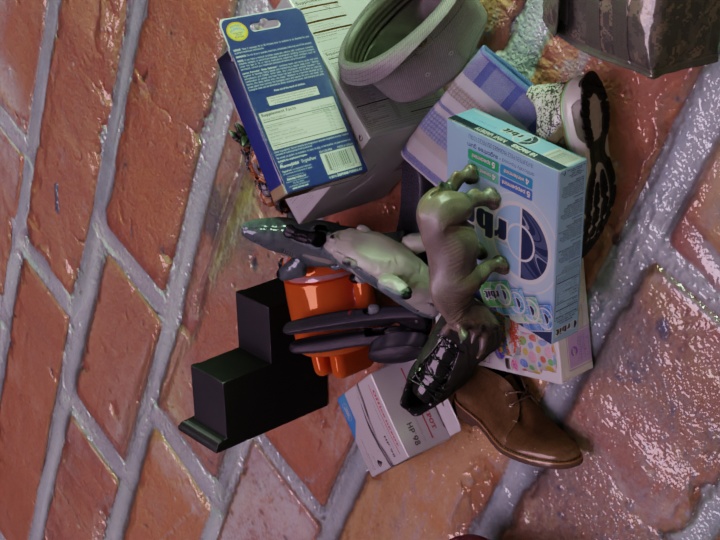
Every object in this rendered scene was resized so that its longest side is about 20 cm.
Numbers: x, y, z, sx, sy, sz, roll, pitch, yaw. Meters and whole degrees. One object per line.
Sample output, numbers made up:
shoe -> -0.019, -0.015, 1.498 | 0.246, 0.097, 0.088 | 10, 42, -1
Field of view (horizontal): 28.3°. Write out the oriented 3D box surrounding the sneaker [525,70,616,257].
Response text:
sneaker -> 0.211, -0.109, 1.483 | 0.088, 0.077, 0.202 | 10, 113, 36

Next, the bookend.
bookend -> -0.149, 0.114, 1.944 | 0.092, 0.199, 0.201 | 22, 123, 44

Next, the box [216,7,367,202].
box -> -0.079, -0.183, 1.552 | 0.032, 0.120, 0.202 | -26, 84, 50

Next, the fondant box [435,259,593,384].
fondant box -> 0.168, 0.037, 1.631 | 0.199, 0.058, 0.146 | 11, 114, 50

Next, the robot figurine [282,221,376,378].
robot figurine -> -0.039, 0.035, 1.841 | 0.144, 0.115, 0.202 | -102, 2, -78

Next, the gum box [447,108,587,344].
gum box -> 0.160, -0.048, 1.500 | 0.169, 0.044, 0.202 | 31, 133, 44

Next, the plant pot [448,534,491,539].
plant pot -> 0.161, 0.411, 1.711 | 0.179, 0.198, 0.202 | -147, 49, -60

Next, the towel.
towel -> 0.141, -0.141, 1.570 | 0.147, 0.024, 0.200 | 39, 139, 0

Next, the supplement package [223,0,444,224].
supplement package -> -0.027, -0.201, 1.695 | 0.201, 0.146, 0.191 | 60, 141, 13

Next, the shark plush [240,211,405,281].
shark plush -> -0.044, -0.030, 1.729 | 0.198, 0.083, 0.092 | 14, 75, 26

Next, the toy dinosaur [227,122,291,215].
toy dinosaur -> -0.113, -0.126, 1.843 | 0.201, 0.101, 0.137 | 108, 155, -59

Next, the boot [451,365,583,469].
boot -> 0.181, 0.165, 1.663 | 0.199, 0.073, 0.076 | 32, 122, 44

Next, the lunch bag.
lunch bag -> 0.242, -0.293, 1.348 | 0.200, 0.117, 0.166 | 34, 131, 46

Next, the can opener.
can opener -> -0.004, 0.072, 1.749 | 0.198, 0.079, 0.064 | 0, 111, 24

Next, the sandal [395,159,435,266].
sandal -> 0.074, -0.044, 1.712 | 0.076, 0.042, 0.202 | -122, 30, -46

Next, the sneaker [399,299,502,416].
sneaker -> 0.098, 0.103, 1.614 | 0.076, 0.091, 0.201 | 36, 145, 14

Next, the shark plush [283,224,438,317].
shark plush -> 0.000, 0.000, 1.655 | 0.198, 0.092, 0.084 | 12, 149, 6

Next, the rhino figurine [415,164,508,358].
rhino figurine -> 0.105, -0.002, 1.486 | 0.060, 0.087, 0.202 | 16, 122, 53

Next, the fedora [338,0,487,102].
fedora -> 0.070, -0.260, 1.557 | 0.090, 0.200, 0.177 | 42, 179, -28

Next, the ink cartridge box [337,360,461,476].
ink cartridge box -> 0.046, 0.180, 1.798 | 0.117, 0.066, 0.200 | 65, 158, 9
